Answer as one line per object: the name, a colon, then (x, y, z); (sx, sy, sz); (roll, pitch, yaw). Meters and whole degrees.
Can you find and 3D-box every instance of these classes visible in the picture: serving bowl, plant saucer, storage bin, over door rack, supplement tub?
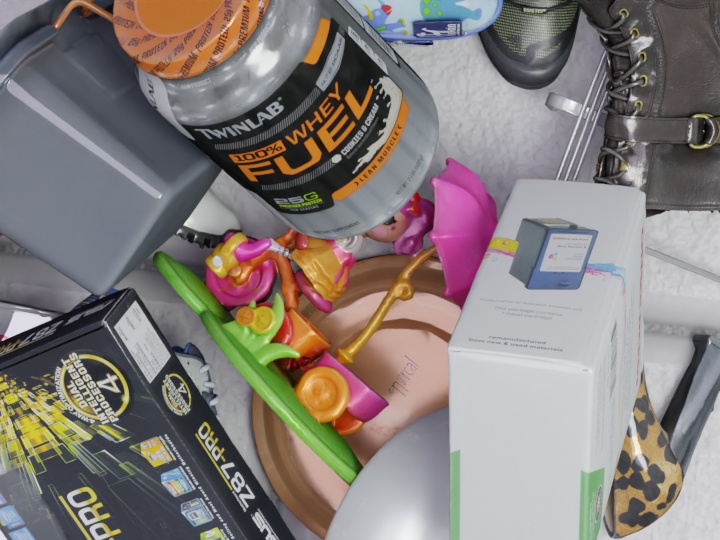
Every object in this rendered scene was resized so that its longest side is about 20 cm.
serving bowl: (0.065, 0.187, 1.590); (0.066, 0.199, 0.201); (26, 94, 43)
plant saucer: (0.027, 0.090, 1.671); (0.198, 0.032, 0.202); (0, 91, 4)
storage bin: (-0.156, -0.080, 1.523); (0.134, 0.200, 0.146); (37, 111, 1)
over door rack: (0.206, -0.073, 1.642); (0.199, 0.067, 0.149); (21, 93, -10)
supplement tub: (-0.049, -0.112, 1.484); (0.122, 0.200, 0.123); (-16, 56, 26)

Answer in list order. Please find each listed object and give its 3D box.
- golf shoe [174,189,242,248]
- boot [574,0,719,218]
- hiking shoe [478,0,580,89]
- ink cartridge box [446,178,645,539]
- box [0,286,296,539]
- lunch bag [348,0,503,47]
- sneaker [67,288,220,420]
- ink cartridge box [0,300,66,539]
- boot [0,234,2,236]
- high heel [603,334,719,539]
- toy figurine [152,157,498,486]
golf shoe: (-0.144, -0.094, 1.656); (0.200, 0.078, 0.095); (39, 94, 1)
boot: (0.163, -0.116, 1.551); (0.199, 0.069, 0.176); (6, 96, -26)
hiking shoe: (0.104, -0.216, 1.621); (0.075, 0.101, 0.202); (0, 92, 5)
ink cartridge box: (0.111, 0.058, 1.496); (0.087, 0.200, 0.146); (7, 123, 14)
box: (-0.153, 0.123, 1.562); (0.160, 0.049, 0.201); (-20, 111, 32)
lunch bag: (0.010, -0.238, 1.550); (0.159, 0.083, 0.202); (3, 112, 2)
sneaker: (-0.115, 0.090, 1.620); (0.200, 0.077, 0.085); (49, 59, -17)
ink cartridge box: (-0.265, 0.114, 1.665); (0.145, 0.084, 0.202); (11, 91, 3)
boot: (-0.252, -0.026, 1.614); (0.074, 0.107, 0.202); (-8, 65, 19)
high heel: (0.129, 0.072, 1.631); (0.199, 0.071, 0.143); (28, 80, -7)
toy figurine: (0.000, 0.000, 1.590); (0.184, 0.150, 0.200); (-44, 71, 2)
